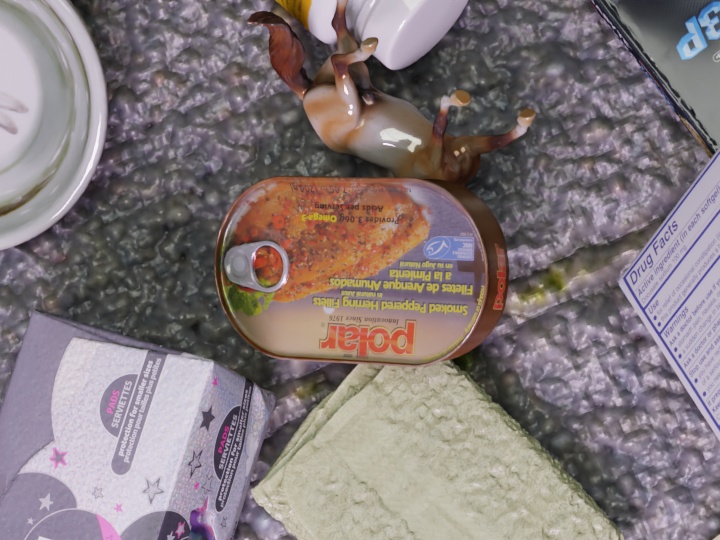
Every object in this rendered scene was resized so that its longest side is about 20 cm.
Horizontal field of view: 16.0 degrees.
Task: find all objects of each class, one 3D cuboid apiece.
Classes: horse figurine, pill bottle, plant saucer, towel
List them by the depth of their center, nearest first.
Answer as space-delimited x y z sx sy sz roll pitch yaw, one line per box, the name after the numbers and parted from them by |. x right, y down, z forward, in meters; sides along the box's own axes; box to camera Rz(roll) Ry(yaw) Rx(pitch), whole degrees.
0.047 0.143 1.545 0.200 0.036 0.149 41 88 17 | towel
0.018 -0.092 1.549 0.199 0.133 0.050 34 56 4 | horse figurine
-0.026 -0.217 1.595 0.200 0.109 0.109 43 89 16 | pill bottle
-0.251 -0.113 1.627 0.199 0.050 0.202 3 107 10 | plant saucer

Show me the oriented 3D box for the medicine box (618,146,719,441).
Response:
0.266 0.012 1.423 0.183 0.102 0.200 -55 42 26 | medicine box

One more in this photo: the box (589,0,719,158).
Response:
0.254 -0.179 1.566 0.199 0.046 0.159 -36 74 2 | box

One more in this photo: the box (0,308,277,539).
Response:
-0.150 0.143 1.533 0.131 0.115 0.201 14 82 22 | box

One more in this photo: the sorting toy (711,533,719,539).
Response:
0.266 0.228 1.468 0.200 0.070 0.199 -37 74 2 | sorting toy

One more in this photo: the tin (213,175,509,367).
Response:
0.000 0.000 1.545 0.199 0.042 0.113 3 91 34 | tin
